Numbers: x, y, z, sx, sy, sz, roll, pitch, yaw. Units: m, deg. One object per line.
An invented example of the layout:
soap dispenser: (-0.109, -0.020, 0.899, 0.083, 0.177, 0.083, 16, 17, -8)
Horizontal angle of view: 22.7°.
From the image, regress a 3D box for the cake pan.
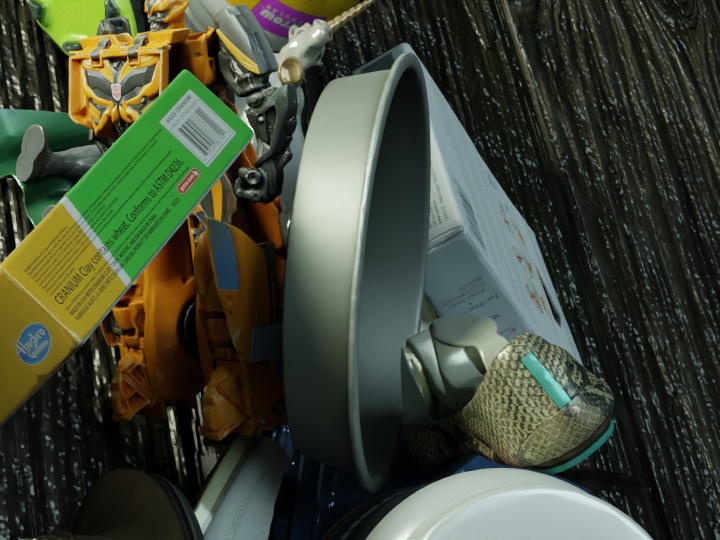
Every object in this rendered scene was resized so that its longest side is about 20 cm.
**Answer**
cake pan: (0.000, 0.000, 0.822, 0.037, 0.201, 0.201, 5, 44, 9)

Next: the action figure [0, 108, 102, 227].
action figure: (-0.095, -0.052, 0.960, 0.200, 0.055, 0.118, -11, 65, -51)

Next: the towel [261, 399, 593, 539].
towel: (0.033, 0.135, 0.919, 0.199, 0.048, 0.112, 22, 64, -26)

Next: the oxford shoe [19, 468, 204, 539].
oxford shoe: (-0.112, 0.126, 0.707, 0.084, 0.073, 0.200, 46, 17, -16)

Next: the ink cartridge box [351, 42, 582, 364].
ink cartridge box: (0.066, -0.015, 1.048, 0.174, 0.043, 0.200, 54, 14, -35)

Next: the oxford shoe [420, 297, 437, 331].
oxford shoe: (0.008, 0.017, 0.996, 0.075, 0.058, 0.201, 59, 8, -69)

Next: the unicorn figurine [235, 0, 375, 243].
unicorn figurine: (-0.041, -0.066, 0.916, 0.073, 0.137, 0.201, 8, 83, 1)

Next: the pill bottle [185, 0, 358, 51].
pill bottle: (-0.032, -0.193, 1.009, 0.104, 0.200, 0.105, 24, 46, -28)

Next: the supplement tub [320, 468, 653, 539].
supplement tub: (0.049, 0.157, 0.760, 0.139, 0.200, 0.141, 2, 80, -11)

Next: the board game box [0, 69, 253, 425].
board game box: (-0.141, 0.022, 0.740, 0.040, 0.200, 0.153, 43, 39, -8)

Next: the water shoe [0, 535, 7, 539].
water shoe: (-0.191, 0.167, 0.681, 0.079, 0.071, 0.200, 55, 40, 3)

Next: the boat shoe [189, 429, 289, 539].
boat shoe: (-0.066, 0.160, 0.795, 0.068, 0.075, 0.201, 26, 54, -4)

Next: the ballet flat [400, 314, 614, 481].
ballet flat: (0.054, 0.053, 0.812, 0.068, 0.200, 0.075, -37, 92, -15)

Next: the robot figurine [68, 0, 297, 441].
robot figurine: (-0.082, -0.028, 0.822, 0.058, 0.145, 0.201, -16, 103, -42)

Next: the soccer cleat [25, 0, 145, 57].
soccer cleat: (-0.167, -0.196, 0.996, 0.201, 0.067, 0.081, 58, 27, 10)
